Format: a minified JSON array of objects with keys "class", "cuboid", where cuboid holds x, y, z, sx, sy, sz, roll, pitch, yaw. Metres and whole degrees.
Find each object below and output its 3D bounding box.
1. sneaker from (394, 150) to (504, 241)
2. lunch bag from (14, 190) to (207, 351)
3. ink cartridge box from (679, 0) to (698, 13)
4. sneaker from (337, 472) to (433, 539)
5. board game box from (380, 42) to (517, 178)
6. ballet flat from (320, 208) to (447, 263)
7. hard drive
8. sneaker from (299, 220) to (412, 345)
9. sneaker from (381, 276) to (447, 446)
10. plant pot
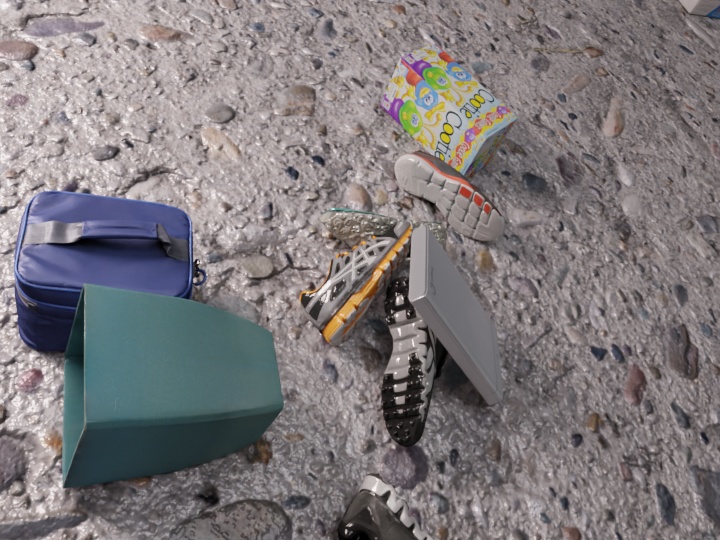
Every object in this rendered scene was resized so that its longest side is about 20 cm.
[{"class":"sneaker","cuboid":[0.150,-0.131,1.057,0.199,0.078,0.082,38,43,6]},{"class":"lunch bag","cuboid":[-0.267,0.002,0.726,0.195,0.133,0.139,4,53,-21]},{"class":"ink cartridge box","cuboid":[1.011,-0.854,1.903,0.144,0.201,0.147,-2,56,-26]},{"class":"sneaker","cuboid":[0.051,0.311,0.687,0.200,0.067,0.090,43,53,15]},{"class":"board game box","cuboid":[0.147,-0.269,1.135,0.200,0.106,0.102,46,51,14]},{"class":"ballet flat","cuboid":[0.039,-0.044,0.948,0.195,0.072,0.073,5,53,-21]},{"class":"hard drive","cuboid":[0.123,0.056,0.848,0.201,0.026,0.134,51,28,-30]},{"class":"sneaker","cuboid":[0.000,0.000,0.871,0.076,0.079,0.200,33,63,18]},{"class":"sneaker","cuboid":[0.074,0.115,0.830,0.090,0.065,0.205,26,57,-44]},{"class":"plant pot","cuboid":[-0.186,0.119,0.676,0.196,0.142,0.144,6,52,-29]}]
